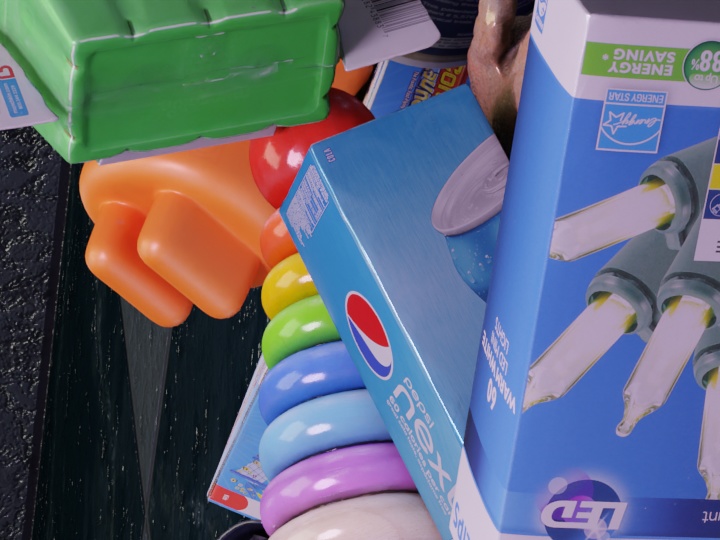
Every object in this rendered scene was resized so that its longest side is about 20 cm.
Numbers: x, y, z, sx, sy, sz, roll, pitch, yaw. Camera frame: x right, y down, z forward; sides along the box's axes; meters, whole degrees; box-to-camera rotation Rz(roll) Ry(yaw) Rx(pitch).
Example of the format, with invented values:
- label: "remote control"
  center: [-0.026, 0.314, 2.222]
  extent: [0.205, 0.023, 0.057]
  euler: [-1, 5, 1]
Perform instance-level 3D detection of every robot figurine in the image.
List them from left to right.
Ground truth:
- label: "robot figurine"
  center: [-0.065, -0.072, 1.298]
  extent: [0.144, 0.116, 0.201]
  euler: [112, 178, -62]

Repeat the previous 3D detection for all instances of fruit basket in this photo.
- label: "fruit basket"
  center: [-0.089, -0.128, 1.019]
  extent: [0.200, 0.184, 0.094]
  euler: [-122, 28, -45]

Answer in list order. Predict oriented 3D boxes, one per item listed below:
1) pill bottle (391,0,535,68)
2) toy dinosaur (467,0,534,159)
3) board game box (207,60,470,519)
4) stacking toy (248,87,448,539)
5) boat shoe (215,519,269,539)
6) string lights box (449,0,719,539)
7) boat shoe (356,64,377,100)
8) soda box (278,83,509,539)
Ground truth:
- label: "pill bottle"
  center: [0.048, -0.168, 1.062]
  extent: [0.200, 0.110, 0.112]
  euler: [124, 147, -68]
- label: "toy dinosaur"
  center: [0.078, -0.052, 0.961]
  extent: [0.200, 0.085, 0.136]
  euler: [-149, 62, -72]
- label: "board game box"
  center: [0.000, 0.000, 1.230]
  extent: [0.196, 0.056, 0.201]
  euler: [117, 174, -64]
- label: "stacking toy"
  center: [-0.009, 0.023, 1.006]
  extent: [0.085, 0.085, 0.201]
  euler: [116, 148, -62]
- label: "boat shoe"
  center: [-0.037, 0.136, 1.135]
  extent: [0.075, 0.062, 0.200]
  euler: [-48, -10, 23]
- label: "string lights box"
  center: [0.094, 0.009, 0.808]
  extent: [0.059, 0.102, 0.201]
  euler: [-113, 27, -63]
- label: "boat shoe"
  center: [-0.013, -0.055, 1.406]
  extent: [0.072, 0.065, 0.201]
  euler: [40, 126, 54]
- label: "soda box"
  center: [0.047, 0.041, 0.925]
  extent: [0.201, 0.068, 0.064]
  euler: [63, 160, 12]
